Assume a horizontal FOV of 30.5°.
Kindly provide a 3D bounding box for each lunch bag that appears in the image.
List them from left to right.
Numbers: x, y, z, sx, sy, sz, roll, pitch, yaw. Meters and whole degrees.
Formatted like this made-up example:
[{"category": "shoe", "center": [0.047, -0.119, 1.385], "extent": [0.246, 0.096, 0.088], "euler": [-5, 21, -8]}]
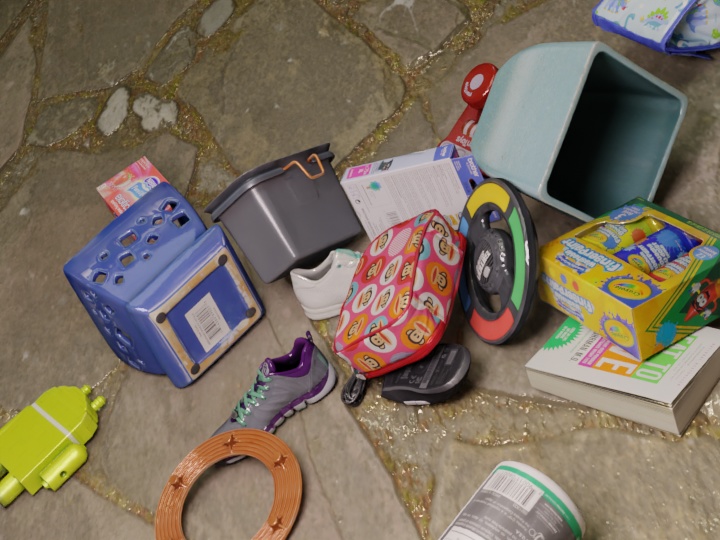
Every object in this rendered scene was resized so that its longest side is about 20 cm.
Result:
[{"category": "lunch bag", "center": [0.038, 0.032, 1.633], "extent": [0.175, 0.082, 0.202], "euler": [-27, 33, 42]}, {"category": "lunch bag", "center": [0.456, -0.380, 1.887], "extent": [0.198, 0.129, 0.170], "euler": [-29, 34, -16]}]

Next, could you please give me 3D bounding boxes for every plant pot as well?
[{"category": "plant pot", "center": [-0.260, 0.031, 1.833], "extent": [0.200, 0.201, 0.179], "euler": [-43, 45, -20]}, {"category": "plant pot", "center": [0.254, -0.174, 1.665], "extent": [0.199, 0.195, 0.198], "euler": [23, 92, 51]}]

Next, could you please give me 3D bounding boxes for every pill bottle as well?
[{"category": "pill bottle", "center": [0.124, 0.297, 1.302], "extent": [0.112, 0.114, 0.200], "euler": [18, 57, 46]}]

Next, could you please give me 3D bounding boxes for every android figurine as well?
[{"category": "android figurine", "center": [-0.441, 0.236, 1.833], "extent": [0.200, 0.041, 0.181], "euler": [-45, 38, -20]}]

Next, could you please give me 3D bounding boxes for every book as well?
[{"category": "book", "center": [0.302, 0.101, 1.482], "extent": [0.198, 0.048, 0.134], "euler": [13, 47, 44]}]

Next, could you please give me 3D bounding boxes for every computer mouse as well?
[{"category": "computer mouse", "center": [0.074, 0.110, 1.627], "extent": [0.198, 0.046, 0.142], "euler": [-12, 42, 42]}]

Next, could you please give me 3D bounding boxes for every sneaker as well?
[{"category": "sneaker", "center": [-0.128, 0.157, 1.670], "extent": [0.199, 0.088, 0.074], "euler": [-38, 36, -12]}, {"category": "sneaker", "center": [0.000, 0.000, 1.773], "extent": [0.197, 0.089, 0.076], "euler": [-20, 35, 12]}]

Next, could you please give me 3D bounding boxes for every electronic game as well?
[{"category": "electronic game", "center": [0.162, -0.011, 1.601], "extent": [0.041, 0.203, 0.200], "euler": [-1, 29, -21]}]

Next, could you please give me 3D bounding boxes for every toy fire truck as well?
[{"category": "toy fire truck", "center": [0.195, -0.184, 1.864], "extent": [0.169, 0.112, 0.200], "euler": [-57, 37, 2]}]

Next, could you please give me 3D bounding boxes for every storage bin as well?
[{"category": "storage bin", "center": [-0.089, -0.078, 1.826], "extent": [0.145, 0.135, 0.199], "euler": [-37, -7, 40]}]

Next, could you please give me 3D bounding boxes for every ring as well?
[{"category": "ring", "center": [-0.162, 0.276, 1.574], "extent": [0.198, 0.019, 0.203], "euler": [-15, 50, 19]}]

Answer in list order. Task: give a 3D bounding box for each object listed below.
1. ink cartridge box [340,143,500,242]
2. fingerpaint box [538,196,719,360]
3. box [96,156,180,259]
[{"category": "ink cartridge box", "center": [0.085, -0.104, 1.813], "extent": [0.197, 0.120, 0.042], "euler": [-10, 37, 26]}, {"category": "fingerpaint box", "center": [0.320, 0.003, 1.519], "extent": [0.165, 0.074, 0.200], "euler": [-26, 29, -17]}, {"category": "box", "center": [-0.333, -0.089, 2.108], "extent": [0.102, 0.095, 0.200], "euler": [-34, 36, -9]}]
